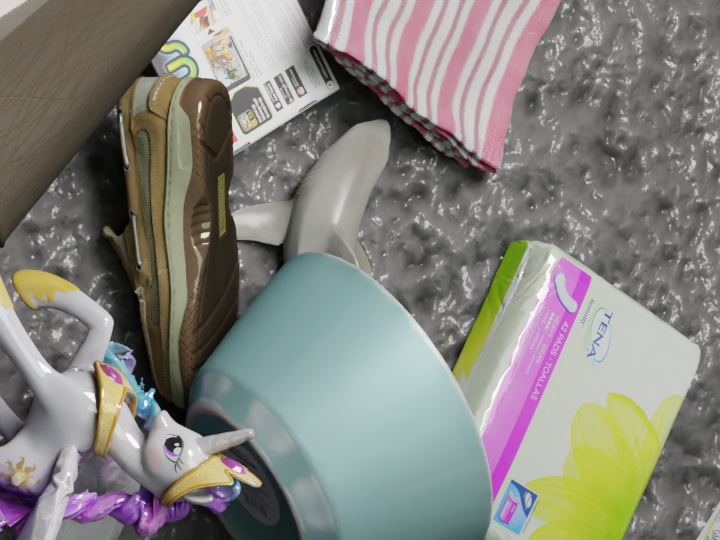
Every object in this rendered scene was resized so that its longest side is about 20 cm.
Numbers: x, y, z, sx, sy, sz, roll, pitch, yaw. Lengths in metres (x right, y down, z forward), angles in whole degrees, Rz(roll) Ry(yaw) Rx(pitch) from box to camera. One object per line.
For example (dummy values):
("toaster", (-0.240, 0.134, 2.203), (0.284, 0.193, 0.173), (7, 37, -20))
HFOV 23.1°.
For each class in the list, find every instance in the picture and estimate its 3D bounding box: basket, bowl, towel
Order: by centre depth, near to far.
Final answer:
("basket", (-0.176, -0.142, 0.945), (0.200, 0.136, 0.181), (-46, 143, -14))
("bowl", (-0.027, 0.103, 1.015), (0.105, 0.200, 0.203), (-31, 105, -28))
("towel", (0.056, -0.165, 1.121), (0.200, 0.030, 0.148), (34, 73, -49))

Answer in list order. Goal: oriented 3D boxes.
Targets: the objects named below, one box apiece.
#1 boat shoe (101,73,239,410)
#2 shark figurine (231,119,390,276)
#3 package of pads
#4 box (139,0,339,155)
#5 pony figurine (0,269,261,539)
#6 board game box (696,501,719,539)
("boat shoe", (-0.116, -0.018, 1.046), (0.072, 0.075, 0.203), (-37, 132, -67))
("shark figurine", (-0.008, 0.021, 1.094), (0.127, 0.089, 0.217), (-13, 95, -27))
("package of pads", (0.131, 0.103, 1.183), (0.154, 0.068, 0.202), (32, 75, -25))
("box", (-0.103, -0.173, 1.066), (0.110, 0.035, 0.202), (-33, 106, -25))
("pony figurine", (-0.173, 0.105, 0.959), (0.200, 0.167, 0.194), (40, 106, 3))
("board game box", (0.277, 0.266, 1.286), (0.134, 0.034, 0.201), (44, 70, -22))
